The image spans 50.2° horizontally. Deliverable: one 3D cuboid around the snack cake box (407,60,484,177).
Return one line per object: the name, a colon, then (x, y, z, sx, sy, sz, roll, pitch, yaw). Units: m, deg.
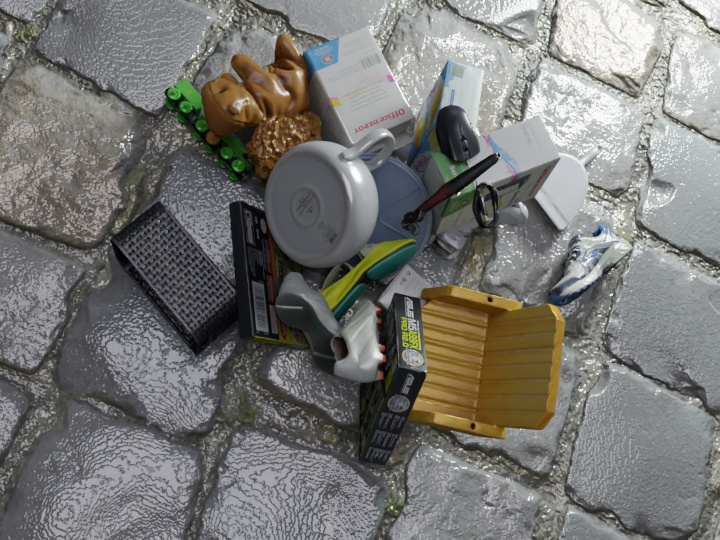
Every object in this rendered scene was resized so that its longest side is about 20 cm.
snack cake box: (0.139, -0.245, 1.292, 0.065, 0.200, 0.118, 12, 72, -8)

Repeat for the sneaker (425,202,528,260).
sneaker: (0.191, -0.076, 1.330, 0.194, 0.075, 0.118, 11, 74, -5)

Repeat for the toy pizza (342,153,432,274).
toy pizza: (0.022, -0.091, 1.267, 0.194, 0.032, 0.206, 3, 108, 10)

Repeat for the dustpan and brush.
dustpan and brush: (0.388, -0.179, 1.420, 0.199, 0.057, 0.141, -38, 88, -13)

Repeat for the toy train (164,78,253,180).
toy train: (-0.248, -0.235, 1.283, 0.200, 0.042, 0.056, 48, 60, 1)

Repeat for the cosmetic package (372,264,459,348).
cosmetic package: (0.114, 0.096, 1.247, 0.199, 0.108, 0.085, 42, 71, 1)

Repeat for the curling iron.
curling iron: (0.131, -0.111, 1.125, 0.025, 0.199, 0.050, 33, 41, -26)

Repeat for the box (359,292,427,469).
box: (0.044, 0.162, 1.136, 0.043, 0.204, 0.162, 12, 34, -9)

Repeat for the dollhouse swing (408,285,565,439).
dollhouse swing: (0.170, 0.127, 1.106, 0.177, 0.176, 0.206, 13, 77, -9)

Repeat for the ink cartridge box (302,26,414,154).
ink cartridge box: (-0.008, -0.276, 1.304, 0.126, 0.125, 0.204, -24, 83, -18)

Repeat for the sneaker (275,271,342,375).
sneaker: (-0.061, 0.082, 1.200, 0.069, 0.081, 0.202, -22, 124, 16)

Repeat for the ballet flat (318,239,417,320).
ballet flat: (0.000, 0.000, 1.243, 0.199, 0.067, 0.067, -42, 68, 6)

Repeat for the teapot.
teapot: (-0.041, -0.107, 1.181, 0.145, 0.196, 0.204, -16, 103, -55)

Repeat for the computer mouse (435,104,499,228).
computer mouse: (0.162, -0.159, 1.142, 0.057, 0.034, 0.205, -17, 75, -11)

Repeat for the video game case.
video game case: (-0.137, 0.013, 1.181, 0.025, 0.180, 0.206, -13, 76, 21)

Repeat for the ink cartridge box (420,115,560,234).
ink cartridge box: (0.203, -0.153, 1.238, 0.196, 0.146, 0.089, -22, 75, -12)

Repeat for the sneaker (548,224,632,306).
sneaker: (0.391, -0.012, 1.369, 0.198, 0.077, 0.086, -34, 75, -27)

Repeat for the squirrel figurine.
squirrel figurine: (-0.158, -0.246, 1.224, 0.203, 0.140, 0.186, 58, 38, -5)

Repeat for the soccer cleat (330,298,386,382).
soccer cleat: (-0.007, 0.097, 1.137, 0.075, 0.201, 0.071, 5, 113, -5)

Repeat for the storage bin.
storage bin: (-0.274, 0.014, 1.158, 0.093, 0.135, 0.201, -41, 87, -20)
